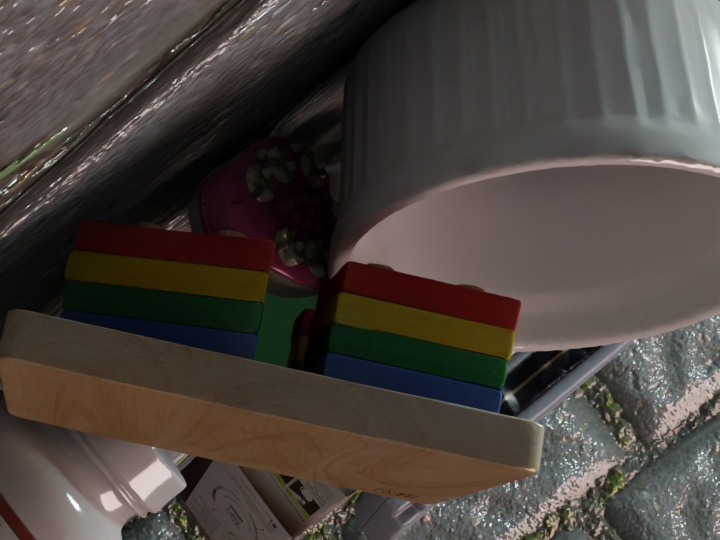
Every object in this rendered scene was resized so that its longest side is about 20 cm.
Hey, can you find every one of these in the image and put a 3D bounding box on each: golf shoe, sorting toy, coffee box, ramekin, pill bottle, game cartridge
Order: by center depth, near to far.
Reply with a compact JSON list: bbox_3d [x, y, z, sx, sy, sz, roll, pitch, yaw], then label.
[{"bbox_3d":[-0.040,0.036,0.767,0.200,0.197,0.070,134,-32,-76],"label":"sorting toy"},{"bbox_3d":[0.083,-0.045,0.810,0.198,0.099,0.201,-3,156,-1],"label":"ramekin"},{"bbox_3d":[-0.040,-0.015,0.880,0.091,0.076,0.200,-21,174,21],"label":"golf shoe"},{"bbox_3d":[-0.185,0.129,0.890,0.199,0.113,0.112,-37,176,-6],"label":"pill bottle"},{"bbox_3d":[0.081,0.075,1.047,0.199,0.041,0.133,-37,168,-15],"label":"game cartridge"},{"bbox_3d":[-0.028,0.105,1.161,0.114,0.080,0.200,-34,174,-32],"label":"coffee box"}]

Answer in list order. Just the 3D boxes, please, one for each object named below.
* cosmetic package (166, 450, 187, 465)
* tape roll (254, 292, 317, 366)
[{"bbox_3d":[-0.172,0.117,1.070,0.107,0.085,0.200,-39,176,-25],"label":"cosmetic package"},{"bbox_3d":[0.000,0.000,1.156,0.200,0.048,0.200,-38,177,-3],"label":"tape roll"}]
